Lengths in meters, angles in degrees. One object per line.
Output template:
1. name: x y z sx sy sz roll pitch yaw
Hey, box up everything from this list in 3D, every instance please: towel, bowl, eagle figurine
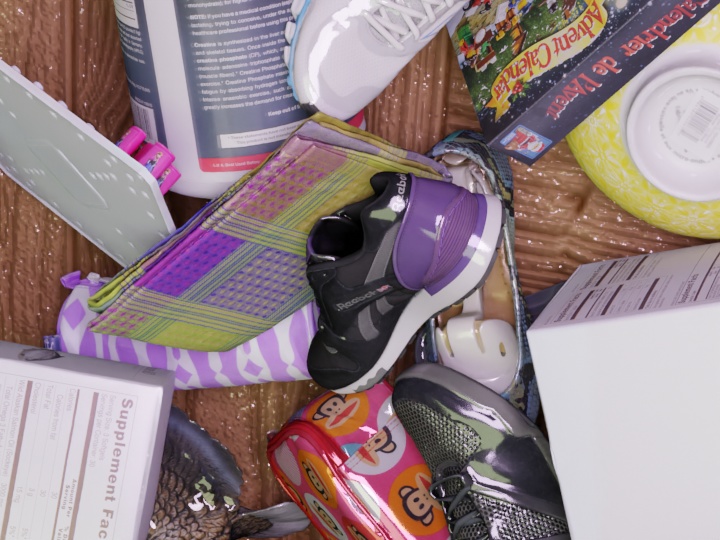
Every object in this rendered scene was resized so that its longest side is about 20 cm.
1. towel: -0.052 -0.016 1.165 0.200 0.143 0.023 -38 60 26
2. bowl: 0.199 -0.096 1.133 0.199 0.108 0.201 7 117 14
3. eagle figurine: -0.143 0.165 1.351 0.152 0.151 0.200 -43 84 11

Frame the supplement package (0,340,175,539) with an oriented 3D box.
1. supplement package: -0.223 0.105 1.226 0.199 0.117 0.118 10 91 -2

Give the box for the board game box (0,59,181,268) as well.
1. board game box: -0.171 -0.067 1.212 0.200 0.026 0.200 37 163 22

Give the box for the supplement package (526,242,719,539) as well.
1. supplement package: 0.218 0.070 1.116 0.199 0.151 0.152 -9 102 20

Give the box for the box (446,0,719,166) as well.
1. box: 0.133 -0.172 1.103 0.038 0.137 0.200 23 128 -38

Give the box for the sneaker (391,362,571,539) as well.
1. sneaker: 0.073 0.152 1.174 0.200 0.114 0.076 53 148 -8

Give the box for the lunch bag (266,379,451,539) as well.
1. lunch bag: 0.025 0.164 1.297 0.200 0.082 0.176 51 163 1

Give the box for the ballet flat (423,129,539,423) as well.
1. ballet flat: 0.065 0.014 1.209 0.074 0.074 0.201 -11 86 22

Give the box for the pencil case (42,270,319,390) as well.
1. pencil case: -0.103 0.036 1.311 0.199 0.084 0.086 -4 92 18

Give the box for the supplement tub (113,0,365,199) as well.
1. supplement tub: -0.075 -0.155 1.171 0.140 0.140 0.201 1 116 17

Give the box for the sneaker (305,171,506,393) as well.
1. sneaker: 0.000 0.000 1.160 0.087 0.076 0.200 21 142 -18

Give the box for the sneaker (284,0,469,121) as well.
1. sneaker: 0.034 -0.166 1.101 0.075 0.087 0.200 39 81 -32

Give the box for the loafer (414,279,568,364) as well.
1. loafer: 0.136 0.041 1.257 0.199 0.063 0.072 -7 83 16
